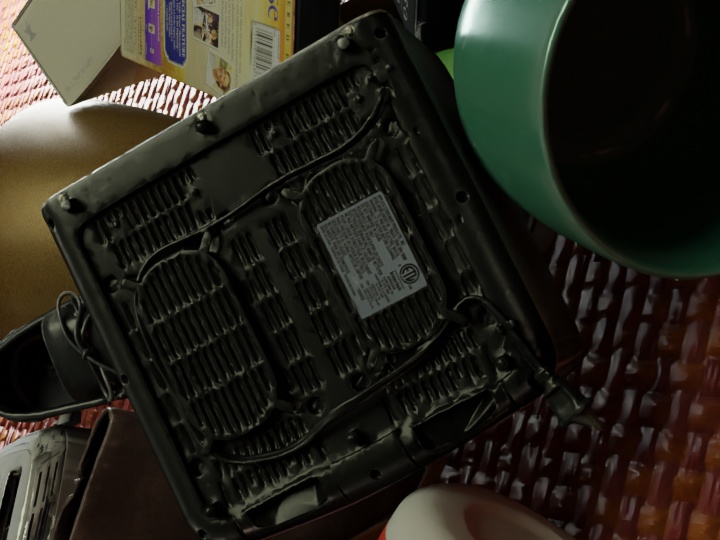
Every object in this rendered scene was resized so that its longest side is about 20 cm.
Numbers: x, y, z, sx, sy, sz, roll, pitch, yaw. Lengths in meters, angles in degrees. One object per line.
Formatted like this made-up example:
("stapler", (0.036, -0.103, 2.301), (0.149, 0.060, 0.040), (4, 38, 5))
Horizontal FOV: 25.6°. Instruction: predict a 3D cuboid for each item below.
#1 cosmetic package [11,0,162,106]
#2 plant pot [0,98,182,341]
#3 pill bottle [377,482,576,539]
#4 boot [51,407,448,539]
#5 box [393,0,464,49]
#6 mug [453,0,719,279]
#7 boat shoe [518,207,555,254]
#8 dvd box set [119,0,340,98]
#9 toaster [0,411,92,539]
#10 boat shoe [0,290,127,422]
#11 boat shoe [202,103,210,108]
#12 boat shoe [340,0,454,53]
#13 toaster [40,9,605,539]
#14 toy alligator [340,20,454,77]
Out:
("cosmetic package", (-0.125, -0.189, 1.079), (0.073, 0.200, 0.104), (54, 133, 5))
("plant pot", (-0.126, -0.020, 1.019), (0.200, 0.186, 0.187), (4, 75, 45))
("pill bottle", (0.022, 0.196, 0.664), (0.200, 0.112, 0.113), (-60, 30, 16))
("boot", (-0.049, 0.093, 0.796), (0.201, 0.166, 0.072), (-66, 29, 6))
("box", (0.047, -0.235, 0.762), (0.149, 0.107, 0.200), (88, 166, -53))
("mug", (0.129, -0.085, 0.649), (0.114, 0.184, 0.153), (-144, 52, -63))
("boat shoe", (0.000, -0.033, 0.817), (0.199, 0.071, 0.072), (4, 72, 29))
("dvd box set", (-0.076, -0.170, 0.874), (0.200, 0.029, 0.147), (27, 121, 51))
("toaster", (-0.173, 0.189, 0.987), (0.114, 0.129, 0.201), (-23, 53, 54))
("boat shoe", (-0.151, 0.046, 0.929), (0.200, 0.062, 0.075), (-21, 86, 35))
("boat shoe", (-0.052, -0.118, 1.024), (0.069, 0.084, 0.200), (-41, 15, 25))
("boat shoe", (0.044, -0.152, 0.909), (0.200, 0.070, 0.070), (-29, 11, 46))
("toaster", (-0.011, 0.013, 0.695), (0.180, 0.119, 0.200), (-29, 82, 15))
("toy alligator", (-0.015, -0.107, 0.883), (0.200, 0.059, 0.054), (14, 84, 35))
